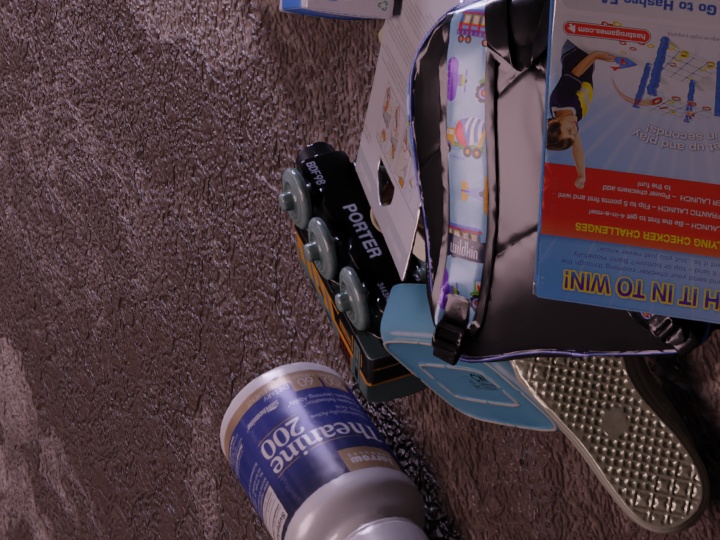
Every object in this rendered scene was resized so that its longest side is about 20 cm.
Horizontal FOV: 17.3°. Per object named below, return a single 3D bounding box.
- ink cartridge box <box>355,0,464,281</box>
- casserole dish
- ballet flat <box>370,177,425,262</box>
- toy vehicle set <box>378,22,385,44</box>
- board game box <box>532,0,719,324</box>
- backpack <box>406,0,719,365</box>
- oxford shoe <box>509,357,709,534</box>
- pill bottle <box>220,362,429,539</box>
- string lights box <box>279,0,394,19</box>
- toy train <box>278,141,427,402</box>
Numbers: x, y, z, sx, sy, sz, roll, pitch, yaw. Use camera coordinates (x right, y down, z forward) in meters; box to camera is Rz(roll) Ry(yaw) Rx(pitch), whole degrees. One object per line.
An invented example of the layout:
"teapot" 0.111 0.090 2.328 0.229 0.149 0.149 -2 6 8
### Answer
"ink cartridge box" 0.045 -0.107 1.454 0.200 0.043 0.174 -110 28 -66
"casserole dish" 0.079 0.059 1.516 0.121 0.039 0.200 40 165 -19
"ballet flat" 0.082 -0.014 1.473 0.200 0.069 0.070 28 126 41
"toy vehicle set" 0.072 -0.103 1.567 0.124 0.026 0.200 128 128 -59
"board game box" 0.189 -0.072 1.129 0.056 0.200 0.196 -54 -31 -61
"backpack" 0.120 -0.057 1.289 0.182 0.135 0.200 -4 98 33
"oxford shoe" 0.141 0.068 1.399 0.200 0.075 0.058 59 -171 14
"pill bottle" -0.020 0.169 1.774 0.200 0.111 0.111 54 145 44
"string lights box" -0.013 -0.219 1.574 0.200 0.059 0.103 -138 55 -81
"toy train" 0.000 0.000 1.710 0.114 0.085 0.200 92 155 -48
